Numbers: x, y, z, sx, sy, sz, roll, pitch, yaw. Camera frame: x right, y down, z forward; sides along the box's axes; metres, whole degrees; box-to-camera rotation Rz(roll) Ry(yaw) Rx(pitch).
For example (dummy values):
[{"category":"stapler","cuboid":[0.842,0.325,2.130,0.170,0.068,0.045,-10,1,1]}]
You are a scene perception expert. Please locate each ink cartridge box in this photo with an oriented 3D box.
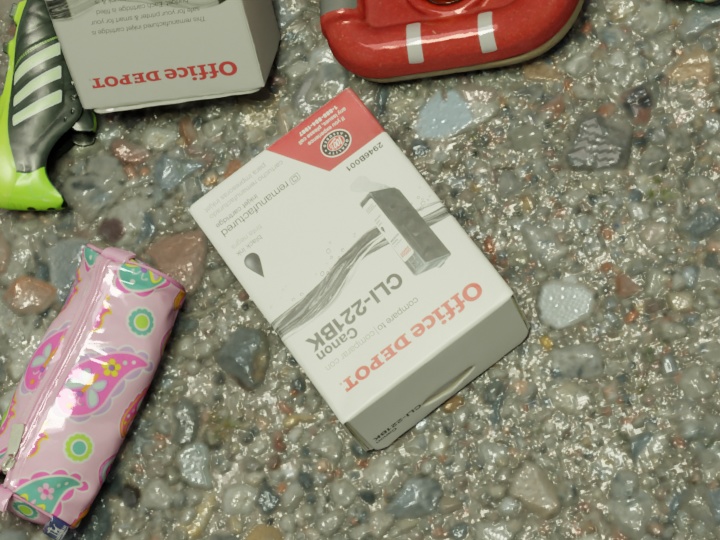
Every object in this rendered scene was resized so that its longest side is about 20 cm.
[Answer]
[{"category":"ink cartridge box","cuboid":[0.000,0.000,1.206,0.144,0.084,0.200,-37,68,0]},{"category":"ink cartridge box","cuboid":[-0.152,-0.225,1.256,0.144,0.201,0.084,-5,35,13]}]

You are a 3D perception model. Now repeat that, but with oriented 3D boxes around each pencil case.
[{"category":"pencil case","cuboid":[-0.197,0.083,1.231,0.087,0.087,0.200,22,78,20]}]

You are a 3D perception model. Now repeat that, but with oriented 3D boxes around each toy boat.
[{"category":"toy boat","cuboid":[0.059,-0.217,1.237,0.199,0.131,0.131,-8,71,12]}]

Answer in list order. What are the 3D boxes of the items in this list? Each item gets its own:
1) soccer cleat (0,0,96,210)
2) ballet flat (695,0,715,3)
[{"category":"soccer cleat","cuboid":[-0.235,-0.138,1.332,0.081,0.068,0.201,11,75,-1]},{"category":"ballet flat","cuboid":[0.227,-0.284,1.255,0.069,0.069,0.201,-5,71,13]}]
